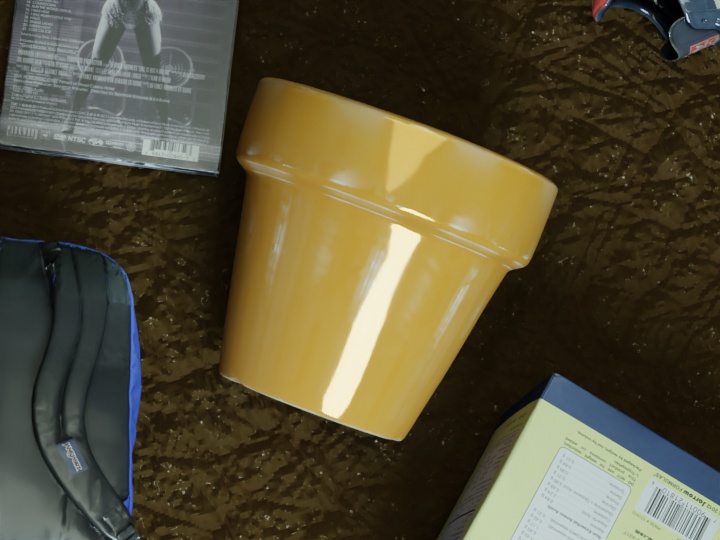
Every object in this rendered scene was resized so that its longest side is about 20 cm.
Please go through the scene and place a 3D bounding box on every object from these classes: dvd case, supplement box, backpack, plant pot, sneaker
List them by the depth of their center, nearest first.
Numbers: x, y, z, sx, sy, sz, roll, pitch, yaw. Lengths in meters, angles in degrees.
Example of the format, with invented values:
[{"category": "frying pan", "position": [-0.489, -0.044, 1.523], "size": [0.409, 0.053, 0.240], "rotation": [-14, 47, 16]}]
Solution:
[{"category": "backpack", "position": [-0.215, 0.089, 1.346], "size": [0.161, 0.168, 0.201], "rotation": [4, 70, -11]}, {"category": "supplement box", "position": [0.141, 0.209, 1.391], "size": [0.199, 0.134, 0.200], "rotation": [31, 73, 0]}, {"category": "plant pot", "position": [0.000, 0.000, 1.405], "size": [0.199, 0.200, 0.184], "rotation": [20, 89, -4]}, {"category": "dvd case", "position": [-0.157, -0.168, 1.501], "size": [0.148, 0.016, 0.201], "rotation": [7, 75, -6]}, {"category": "sneaker", "position": [0.251, -0.177, 1.543], "size": [0.199, 0.075, 0.085], "rotation": [16, 72, 5]}]
